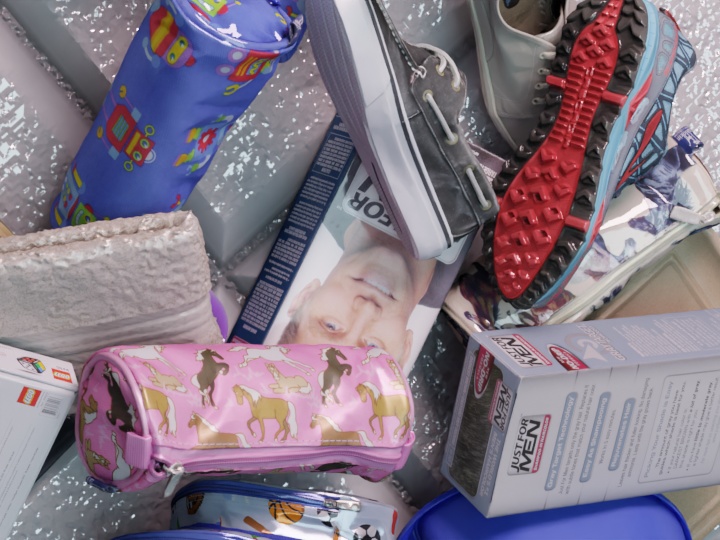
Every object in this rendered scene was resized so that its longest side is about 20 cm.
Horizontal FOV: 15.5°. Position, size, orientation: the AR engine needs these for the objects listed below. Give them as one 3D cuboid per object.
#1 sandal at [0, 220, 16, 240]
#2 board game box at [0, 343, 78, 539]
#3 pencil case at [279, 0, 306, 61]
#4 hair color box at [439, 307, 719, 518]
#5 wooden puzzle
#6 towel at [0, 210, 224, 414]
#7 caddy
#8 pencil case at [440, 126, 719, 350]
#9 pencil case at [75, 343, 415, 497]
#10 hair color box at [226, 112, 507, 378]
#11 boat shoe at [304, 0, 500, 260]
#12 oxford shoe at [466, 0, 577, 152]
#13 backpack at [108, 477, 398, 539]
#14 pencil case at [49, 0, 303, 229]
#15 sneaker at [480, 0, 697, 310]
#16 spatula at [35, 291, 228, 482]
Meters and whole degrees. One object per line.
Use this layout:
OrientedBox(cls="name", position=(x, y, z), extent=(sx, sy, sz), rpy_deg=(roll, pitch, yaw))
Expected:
OrientedBox(cls="sandal", position=(-0.224, -0.004, 1.515), extent=(0.212, 0.078, 0.070), rpy_deg=(36, 90, -29))
OrientedBox(cls="board game box", position=(-0.257, 0.124, 1.504), extent=(0.126, 0.035, 0.200), rpy_deg=(18, 115, -24))
OrientedBox(cls="pencil case", position=(-0.007, -0.207, 1.559), extent=(0.200, 0.078, 0.087), rpy_deg=(-42, 143, -12))
OrientedBox(cls="hair color box", position=(0.154, 0.085, 1.621), extent=(0.199, 0.061, 0.099), rpy_deg=(-5, 119, -32))
OrientedBox(cls="wooden puzzle", position=(0.189, 0.091, 1.721), extent=(0.200, 0.037, 0.185), rpy_deg=(-40, 111, -7))
OrientedBox(cls="towel", position=(-0.180, 0.030, 1.503), extent=(0.199, 0.035, 0.133), rpy_deg=(-9, 137, -2))
OrientedBox(cls="caddy", position=(0.118, 0.198, 1.662), extent=(0.199, 0.105, 0.142), rpy_deg=(5, 126, -14))
OrientedBox(cls="pencil case", position=(0.138, -0.008, 1.650), extent=(0.200, 0.089, 0.078), rpy_deg=(-39, 123, -10))
OrientedBox(cls="pencil case", position=(-0.063, 0.083, 1.500), extent=(0.199, 0.083, 0.087), rpy_deg=(-1, 78, -37))
OrientedBox(cls="hair color box", position=(0.000, 0.000, 1.612), extent=(0.100, 0.060, 0.201), rpy_deg=(26, 89, -23))
OrientedBox(cls="boat shoe", position=(0.026, -0.100, 1.526), extent=(0.071, 0.072, 0.200), rpy_deg=(-30, 127, -10))
OrientedBox(cls="oxford shoe", position=(0.112, -0.131, 1.614), extent=(0.075, 0.058, 0.200), rpy_deg=(-37, 132, -19))
OrientedBox(cls="backpack", position=(-0.066, 0.203, 1.556), extent=(0.190, 0.200, 0.155), rpy_deg=(6, 66, -15))
OrientedBox(cls="pencil case", position=(-0.106, -0.086, 1.497), extent=(0.087, 0.078, 0.200), rpy_deg=(-23, 153, -49))
OrientedBox(cls="sneaker", position=(0.147, -0.063, 1.585), extent=(0.095, 0.079, 0.201), rpy_deg=(16, 101, -47))
OrientedBox(cls="spatula", position=(-0.159, 0.081, 1.582), extent=(0.200, 0.021, 0.057), rpy_deg=(-44, 106, -9))
